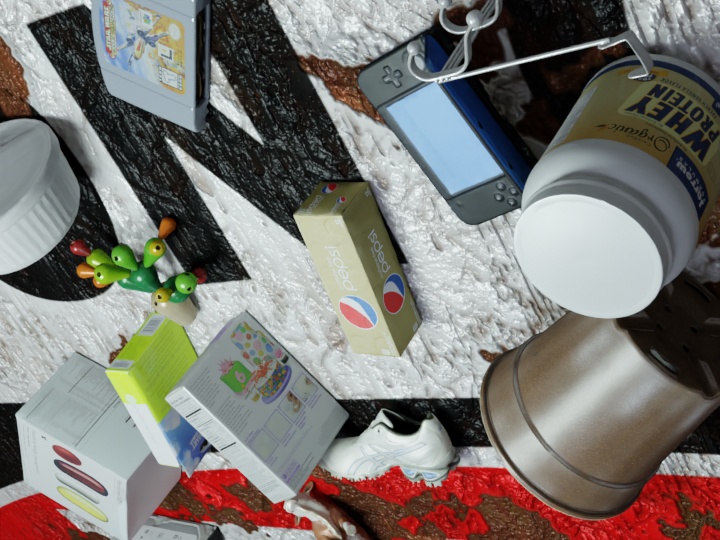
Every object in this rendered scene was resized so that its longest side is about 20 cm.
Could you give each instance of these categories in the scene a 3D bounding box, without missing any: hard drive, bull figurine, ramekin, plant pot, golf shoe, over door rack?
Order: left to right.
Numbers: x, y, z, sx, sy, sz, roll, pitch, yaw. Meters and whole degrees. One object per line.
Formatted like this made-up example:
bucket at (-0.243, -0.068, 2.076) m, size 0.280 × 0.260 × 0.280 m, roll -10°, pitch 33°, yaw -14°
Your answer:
ramekin at (-0.438, -0.085, 1.441) m, size 0.201 × 0.203 × 0.094 m, roll 5°, pitch 145°, yaw 32°
hard drive at (-0.341, 0.472, 1.945) m, size 0.199 × 0.140 × 0.038 m, roll 1°, pitch 128°, yaw 37°
bull figurine at (-0.025, 0.388, 1.679) m, size 0.200 × 0.065 × 0.121 m, roll 47°, pitch 173°, yaw -24°
golf shoe at (0.028, 0.214, 1.492) m, size 0.199 × 0.078 × 0.098 m, roll -5°, pitch 114°, yaw 30°
over door rack at (0.147, -0.216, 0.921) m, size 0.199 × 0.148 × 0.067 m, roll 4°, pitch 136°, yaw 34°
plant pot at (0.250, 0.105, 1.135) m, size 0.200 × 0.200 × 0.198 m, roll 36°, pitch 132°, yaw 0°

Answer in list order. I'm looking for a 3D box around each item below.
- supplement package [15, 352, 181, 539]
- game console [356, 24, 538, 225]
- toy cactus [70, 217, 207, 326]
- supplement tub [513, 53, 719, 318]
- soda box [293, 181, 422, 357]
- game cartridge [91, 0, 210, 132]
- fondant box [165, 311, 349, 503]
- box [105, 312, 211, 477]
supplement package at (-0.393, 0.271, 1.782) m, size 0.199 × 0.147 × 0.192 m, roll 26°, pitch 139°, yaw 14°
game console at (0.085, -0.111, 1.087) m, size 0.170 × 0.118 × 0.200 m, roll -22°, pitch 113°, yaw 46°
toy cactus at (-0.264, 0.009, 1.497) m, size 0.199 × 0.103 × 0.165 m, roll 2°, pitch 148°, yaw 32°
supplement tub at (0.219, -0.070, 0.965) m, size 0.144 × 0.200 × 0.145 m, roll 20°, pitch 138°, yaw 19°
soda box at (0.000, 0.000, 1.299) m, size 0.067 × 0.064 × 0.201 m, roll 3°, pitch 130°, yaw 34°
game cartridge at (-0.222, -0.249, 1.242) m, size 0.133 × 0.042 × 0.201 m, roll 21°, pitch 138°, yaw 12°
fondant box at (-0.128, 0.175, 1.498) m, size 0.200 × 0.144 × 0.058 m, roll 46°, pitch 141°, yaw -12°
box at (-0.261, 0.171, 1.608) m, size 0.047 × 0.122 × 0.201 m, roll 1°, pitch 129°, yaw 30°
